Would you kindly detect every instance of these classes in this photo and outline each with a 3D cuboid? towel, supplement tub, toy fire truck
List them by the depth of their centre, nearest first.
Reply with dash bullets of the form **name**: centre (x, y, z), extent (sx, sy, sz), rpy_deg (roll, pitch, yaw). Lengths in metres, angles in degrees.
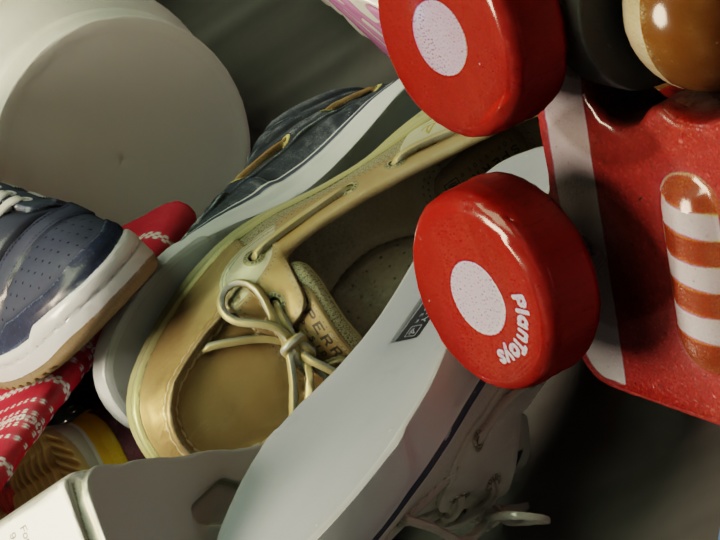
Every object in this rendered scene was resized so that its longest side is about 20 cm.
- **toy fire truck**: centre (0.103, -0.042, 0.764), extent (0.112, 0.201, 0.167), rpy_deg (-25, 27, -34)
- **towel**: centre (-0.148, 0.057, 0.990), extent (0.144, 0.023, 0.200), rpy_deg (-25, 24, 41)
- **supplement tub**: centre (-0.148, -0.064, 1.171), extent (0.200, 0.144, 0.145), rpy_deg (20, 78, 58)

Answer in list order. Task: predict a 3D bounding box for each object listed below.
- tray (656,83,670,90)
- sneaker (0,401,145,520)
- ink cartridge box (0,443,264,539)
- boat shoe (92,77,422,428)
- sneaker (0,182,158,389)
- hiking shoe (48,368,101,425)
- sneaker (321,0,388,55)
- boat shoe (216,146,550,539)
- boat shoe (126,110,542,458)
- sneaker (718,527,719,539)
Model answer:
- **tray**: centre (0.116, -0.152, 0.926), extent (0.037, 0.098, 0.201), rpy_deg (102, -167, -76)
- **sneaker**: centre (-0.101, 0.094, 1.042), extent (0.200, 0.090, 0.075), rpy_deg (-28, 80, 65)
- **ink cartridge box**: centre (-0.103, 0.142, 0.904), extent (0.200, 0.146, 0.084), rpy_deg (-35, 71, 33)
- **boat shoe**: centre (-0.035, -0.006, 0.998), extent (0.200, 0.071, 0.091), rpy_deg (-40, 17, -25)
- **sneaker**: centre (-0.152, -0.020, 0.962), extent (0.070, 0.109, 0.200), rpy_deg (-45, 17, -18)
- **hiking shoe**: centre (-0.145, 0.051, 1.129), extent (0.199, 0.074, 0.087), rpy_deg (-30, 40, 37)
- **sneaker**: centre (0.013, -0.147, 1.092), extent (0.088, 0.080, 0.200), rpy_deg (-46, 31, 3)
- **boat shoe**: centre (0.032, 0.057, 0.862), extent (0.074, 0.086, 0.202), rpy_deg (-10, 36, 49)
- **boat shoe**: centre (0.002, 0.002, 0.921), extent (0.200, 0.073, 0.063), rpy_deg (-37, 12, -17)
- **sneaker**: centre (0.138, 0.128, 0.664), extent (0.078, 0.070, 0.201), rpy_deg (-29, 45, 36)
